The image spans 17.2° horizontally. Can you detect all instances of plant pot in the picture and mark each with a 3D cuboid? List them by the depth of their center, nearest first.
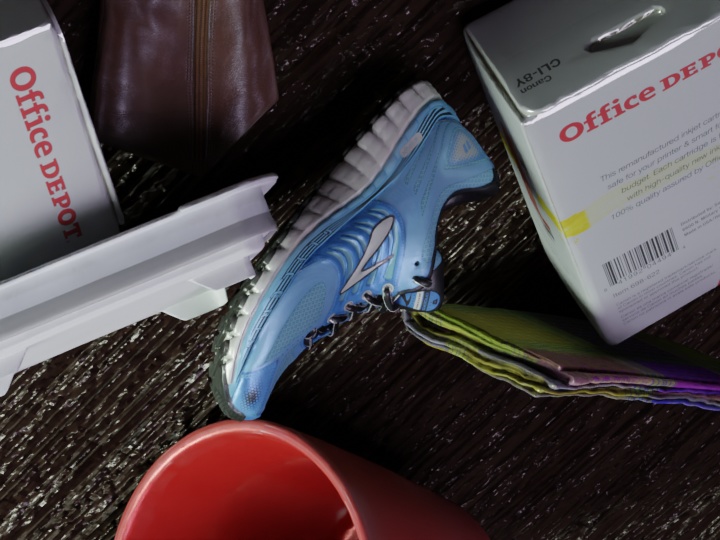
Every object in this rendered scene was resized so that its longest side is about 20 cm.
[{"bbox_3d":[-0.019,0.194,1.384,0.201,0.201,0.177,-48,147,19],"label":"plant pot"}]

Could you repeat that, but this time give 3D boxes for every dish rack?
[{"bbox_3d":[-0.132,0.017,1.165,0.199,0.044,0.172,-22,178,-13],"label":"dish rack"}]

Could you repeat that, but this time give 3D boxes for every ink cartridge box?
[{"bbox_3d":[-0.224,-0.050,1.088,0.199,0.084,0.145,-22,140,-9],"label":"ink cartridge box"},{"bbox_3d":[0.156,-0.076,1.278,0.145,0.084,0.200,-28,139,-2],"label":"ink cartridge box"}]

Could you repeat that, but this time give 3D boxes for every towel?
[{"bbox_3d":[0.133,0.051,1.364,0.199,0.143,0.023,7,100,-40],"label":"towel"}]

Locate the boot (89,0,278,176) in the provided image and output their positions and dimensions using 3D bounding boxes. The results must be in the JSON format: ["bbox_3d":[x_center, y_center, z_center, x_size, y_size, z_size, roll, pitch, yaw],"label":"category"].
[{"bbox_3d":[-0.043,-0.139,1.124,0.185,0.064,0.201,-7,132,-7],"label":"boot"}]

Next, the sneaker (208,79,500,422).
[{"bbox_3d":[0.000,0.000,1.210,0.200,0.090,0.078,-52,-177,-11],"label":"sneaker"}]
